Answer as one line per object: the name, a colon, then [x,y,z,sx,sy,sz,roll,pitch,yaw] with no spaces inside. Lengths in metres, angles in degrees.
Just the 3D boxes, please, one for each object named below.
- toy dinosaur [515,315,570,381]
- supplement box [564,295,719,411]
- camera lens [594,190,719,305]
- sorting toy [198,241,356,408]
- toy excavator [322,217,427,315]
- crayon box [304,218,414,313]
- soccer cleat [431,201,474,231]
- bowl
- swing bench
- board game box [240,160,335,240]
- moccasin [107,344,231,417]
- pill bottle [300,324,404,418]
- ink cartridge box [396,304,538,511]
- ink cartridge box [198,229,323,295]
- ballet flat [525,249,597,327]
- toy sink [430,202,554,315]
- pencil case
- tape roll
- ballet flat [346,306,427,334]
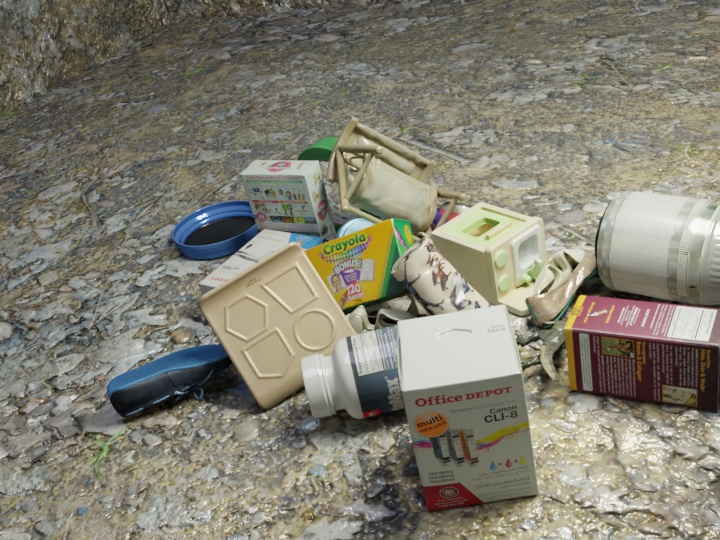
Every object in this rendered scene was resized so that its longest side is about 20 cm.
toy dinosaur: [0.267,0.112,1.244,0.088,0.048,0.200,-18,14,31]
supplement box: [0.387,0.109,1.153,0.199,0.111,0.086,5,35,29]
camera lens: [0.474,-0.035,1.310,0.200,0.160,0.160,11,38,36]
sorting toy: [-0.125,0.084,1.323,0.185,0.200,0.036,-32,-2,-10]
toy excavator: [0.036,-0.003,1.479,0.100,0.195,0.200,-26,4,-21]
crayon box: [0.000,0.000,1.413,0.200,0.119,0.058,-19,-12,34]
soccer cleat: [0.153,-0.087,1.610,0.068,0.073,0.200,14,-3,-20]
bowl: [-0.302,-0.087,1.833,0.200,0.039,0.201,-10,30,6]
swing bench: [0.055,-0.157,1.541,0.199,0.130,0.200,24,17,-24]
board game box: [-0.132,-0.109,1.639,0.147,0.201,0.064,5,35,27]
moccasin: [-0.301,0.175,1.367,0.199,0.068,0.080,-17,23,-8]
pill bottle: [0.021,0.147,1.229,0.199,0.120,0.120,-14,30,1]
ink cartridge box: [0.131,0.169,1.065,0.145,0.201,0.145,-10,30,6]
ink cartridge box: [-0.173,0.015,1.565,0.146,0.086,0.200,9,36,33]
ballet flat: [0.327,0.007,1.364,0.200,0.067,0.068,-44,5,-36]
toy sink: [0.237,-0.027,1.440,0.130,0.112,0.200,-31,35,-27]
pencil case: [0.136,0.037,1.301,0.089,0.200,0.078,-45,2,-20]
tape roll: [-0.043,-0.164,1.695,0.200,0.201,0.048,14,40,39]
ballet flat: [0.024,0.090,1.360,0.199,0.067,0.068,-2,35,20]
